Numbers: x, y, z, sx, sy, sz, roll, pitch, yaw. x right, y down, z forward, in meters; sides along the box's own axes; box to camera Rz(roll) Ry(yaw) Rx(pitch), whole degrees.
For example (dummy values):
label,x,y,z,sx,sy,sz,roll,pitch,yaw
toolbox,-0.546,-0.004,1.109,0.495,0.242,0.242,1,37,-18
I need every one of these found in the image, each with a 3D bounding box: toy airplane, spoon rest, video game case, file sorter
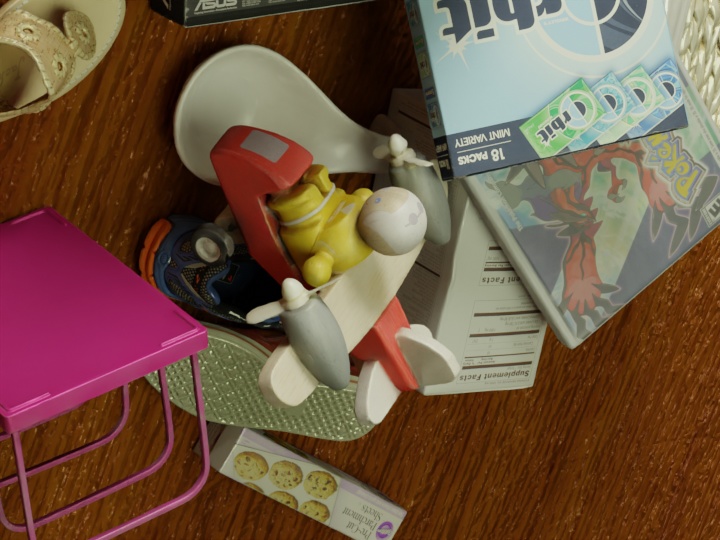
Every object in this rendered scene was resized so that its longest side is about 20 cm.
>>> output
label,x,y,z,sx,sy,sz,roll,pitch,yaw
toy airplane,0.000,0.000,1.411,0.198,0.202,0.141,9,149,-38
spoon rest,-0.045,-0.100,1.484,0.199,0.060,0.100,8,105,-42
video game case,0.172,-0.071,1.522,0.182,0.023,0.201,-40,123,-7
file sorter,-0.201,0.073,1.347,0.138,0.200,0.126,-23,126,-29

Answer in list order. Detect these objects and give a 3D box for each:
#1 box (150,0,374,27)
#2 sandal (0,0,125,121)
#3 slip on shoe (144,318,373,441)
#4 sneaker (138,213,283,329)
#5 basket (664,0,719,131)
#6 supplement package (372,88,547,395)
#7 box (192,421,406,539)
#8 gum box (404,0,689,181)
label,x,y,z,sx,sy,sz,roll,pitch,yaw
box,-0.044,-0.255,1.422,0.199,0.044,0.162,-14,118,-34
sandal,-0.218,-0.117,1.328,0.211,0.069,0.078,-29,126,-26
slip on shoe,-0.077,0.072,1.545,0.199,0.061,0.074,16,120,-29
sneaker,-0.062,0.014,1.512,0.199,0.078,0.076,6,107,-40
basket,0.209,-0.151,1.616,0.123,0.135,0.202,-6,114,-39
supplement package,0.076,-0.023,1.583,0.109,0.114,0.202,-2,112,-37
box,-0.044,0.161,1.623,0.200,0.039,0.042,33,89,-43
gum box,0.118,-0.176,1.438,0.168,0.045,0.202,-13,91,-10
